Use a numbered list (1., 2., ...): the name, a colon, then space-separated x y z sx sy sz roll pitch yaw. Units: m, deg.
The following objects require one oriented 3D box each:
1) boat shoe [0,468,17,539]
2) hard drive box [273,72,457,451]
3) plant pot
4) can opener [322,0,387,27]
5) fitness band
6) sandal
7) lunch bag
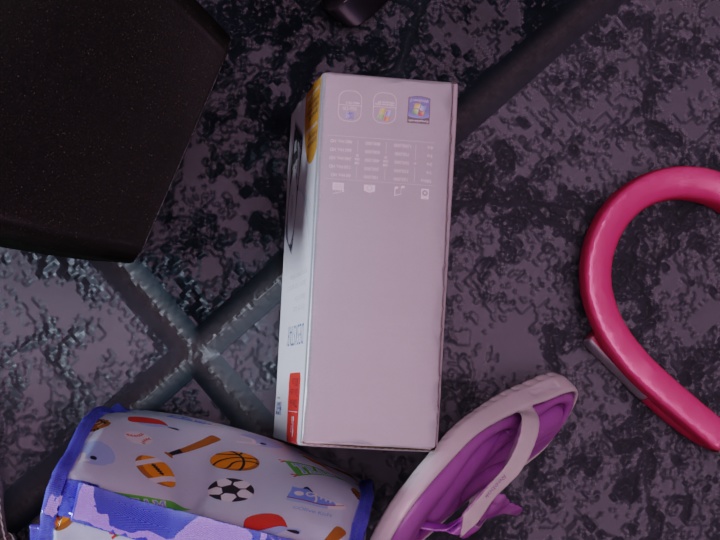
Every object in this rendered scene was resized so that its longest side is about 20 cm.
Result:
1. boat shoe: -0.215 0.186 1.083 0.065 0.072 0.201 6 72 -32
2. hard drive box: 0.000 0.000 1.081 0.076 0.156 0.201 3 85 -8
3. plant pot: -0.188 -0.100 1.048 0.177 0.199 0.201 26 83 -17
4. can opener: 0.018 -0.248 1.156 0.063 0.079 0.201 23 77 32
5. fitness band: 0.223 0.026 1.173 0.200 0.037 0.144 42 81 -5
6. sandal: 0.077 0.113 1.078 0.050 0.083 0.202 34 39 20
7. lunch bag: -0.082 0.145 1.027 0.169 0.200 0.125 14 84 -1
